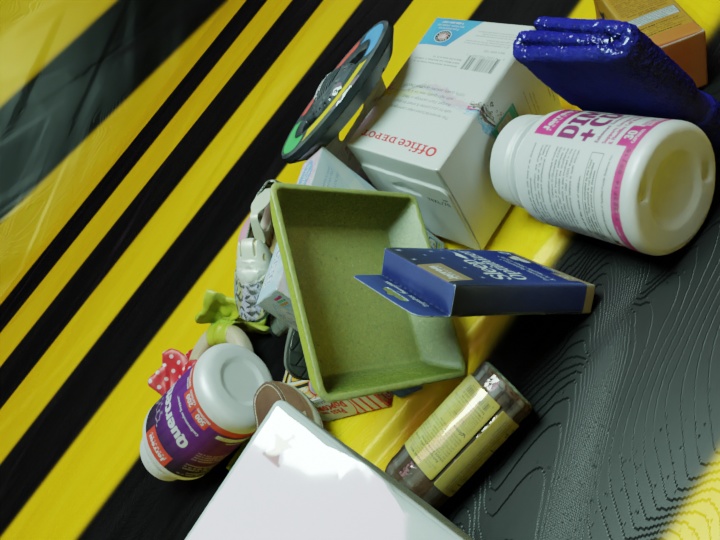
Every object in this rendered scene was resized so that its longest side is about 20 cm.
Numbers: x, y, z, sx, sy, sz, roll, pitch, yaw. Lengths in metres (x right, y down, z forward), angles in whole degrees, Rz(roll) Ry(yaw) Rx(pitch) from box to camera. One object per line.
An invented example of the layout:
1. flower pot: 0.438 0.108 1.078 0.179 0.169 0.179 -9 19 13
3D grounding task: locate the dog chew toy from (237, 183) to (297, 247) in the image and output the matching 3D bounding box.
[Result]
1. dog chew toy: -0.086 -0.068 1.036 0.200 0.125 0.124 -47 31 -13

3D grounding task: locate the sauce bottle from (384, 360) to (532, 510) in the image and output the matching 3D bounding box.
1. sauce bottle: 0.066 0.172 0.634 0.200 0.065 0.065 -45 32 3

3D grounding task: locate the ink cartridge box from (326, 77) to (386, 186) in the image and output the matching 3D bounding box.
1. ink cartridge box: -0.008 -0.156 0.954 0.046 0.201 0.162 20 68 27

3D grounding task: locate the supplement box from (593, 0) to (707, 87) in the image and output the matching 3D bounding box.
1. supplement box: 0.313 -0.268 0.782 0.067 0.067 0.203 -19 40 12

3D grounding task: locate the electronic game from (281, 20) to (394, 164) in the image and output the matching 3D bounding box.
1. electronic game: -0.029 -0.210 0.834 0.200 0.041 0.201 -47 19 22

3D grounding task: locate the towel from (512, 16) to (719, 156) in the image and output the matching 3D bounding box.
1. towel: 0.248 -0.170 0.645 0.147 0.197 0.051 27 94 57

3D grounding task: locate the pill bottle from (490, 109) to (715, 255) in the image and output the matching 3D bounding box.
1. pill bottle: 0.220 -0.093 0.676 0.114 0.113 0.199 -52 32 -6

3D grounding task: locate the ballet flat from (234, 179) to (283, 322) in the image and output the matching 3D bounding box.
1. ballet flat: -0.130 -0.035 0.910 0.071 0.072 0.205 -18 48 39

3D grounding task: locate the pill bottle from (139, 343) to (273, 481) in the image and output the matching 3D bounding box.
1. pill bottle: -0.199 0.186 0.884 0.200 0.111 0.114 -43 29 33

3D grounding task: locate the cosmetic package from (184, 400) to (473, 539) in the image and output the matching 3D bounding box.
1. cosmetic package: -0.011 0.226 0.493 0.165 0.201 0.168 30 77 29

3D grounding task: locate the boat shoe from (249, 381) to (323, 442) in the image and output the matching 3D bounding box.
1. boat shoe: -0.080 0.184 0.740 0.076 0.071 0.201 -54 38 13

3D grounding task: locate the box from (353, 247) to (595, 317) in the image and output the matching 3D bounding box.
1. box: 0.104 0.009 0.653 0.121 0.195 0.033 31 117 57

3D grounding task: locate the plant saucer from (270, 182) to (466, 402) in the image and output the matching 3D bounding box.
1. plant saucer: 0.001 0.022 0.690 0.048 0.196 0.205 -30 69 43

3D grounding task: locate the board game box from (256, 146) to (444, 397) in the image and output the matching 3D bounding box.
1. board game box: 0.000 0.000 0.768 0.043 0.197 0.203 -29 35 42

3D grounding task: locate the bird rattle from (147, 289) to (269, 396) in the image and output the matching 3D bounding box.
1. bird rattle: -0.213 0.134 0.996 0.201 0.112 0.163 -48 48 6

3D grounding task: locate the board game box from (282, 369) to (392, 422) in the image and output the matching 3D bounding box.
1. board game box: -0.017 0.078 0.854 0.149 0.046 0.204 -21 41 37

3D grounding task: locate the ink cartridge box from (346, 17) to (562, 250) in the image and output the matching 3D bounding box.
1. ink cartridge box: 0.114 -0.160 0.820 0.145 0.146 0.202 24 72 42

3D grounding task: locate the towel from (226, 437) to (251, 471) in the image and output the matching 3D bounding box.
1. towel: -0.087 0.226 0.812 0.198 0.018 0.087 10 65 54

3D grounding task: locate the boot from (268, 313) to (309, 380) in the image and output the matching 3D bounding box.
1. boot: -0.070 0.058 0.855 0.130 0.067 0.204 -34 33 45
